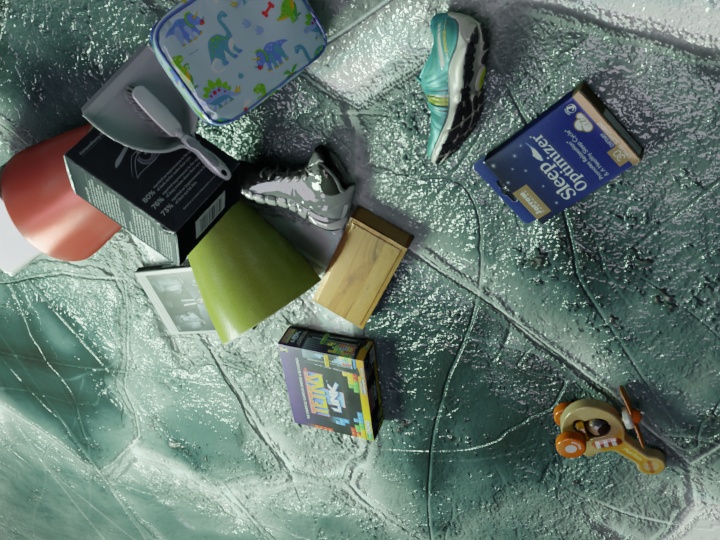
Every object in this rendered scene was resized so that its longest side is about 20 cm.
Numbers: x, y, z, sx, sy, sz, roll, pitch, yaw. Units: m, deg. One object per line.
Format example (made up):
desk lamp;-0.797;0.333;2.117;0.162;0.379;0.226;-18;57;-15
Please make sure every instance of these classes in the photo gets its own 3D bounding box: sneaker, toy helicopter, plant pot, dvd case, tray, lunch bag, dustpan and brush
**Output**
sneaker;0.112;-0.232;1.090;0.079;0.077;0.201;30;132;29
toy helicopter;0.408;0.259;1.340;0.199;0.079;0.132;32;126;-15
plant pot;-0.433;-0.138;1.360;0.176;0.201;0.201;-25;113;27
plant pot;-0.192;-0.019;1.348;0.187;0.187;0.201;-30;94;40
dvd case;-0.297;0.050;1.543;0.199;0.025;0.151;-5;124;30
sneaker;-0.096;-0.147;1.258;0.199;0.075;0.116;22;128;-3
tray;0.000;0.000;1.345;0.098;0.037;0.201;29;133;2
lunch bag;-0.155;-0.295;1.083;0.161;0.200;0.082;54;172;-19
dustpan and brush;-0.254;-0.193;1.152;0.200;0.140;0.057;45;162;-21

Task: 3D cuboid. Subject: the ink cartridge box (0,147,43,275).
ink cartridge box;-0.569;-0.102;1.427;0.084;0.200;0.146;-32;111;12

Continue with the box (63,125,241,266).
box;-0.291;-0.132;1.211;0.199;0.148;0.105;35;154;9

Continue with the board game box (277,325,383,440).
board game box;-0.051;0.202;1.520;0.164;0.057;0.201;8;129;20

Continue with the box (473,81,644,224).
box;0.249;-0.139;1.110;0.121;0.032;0.200;44;134;-12
